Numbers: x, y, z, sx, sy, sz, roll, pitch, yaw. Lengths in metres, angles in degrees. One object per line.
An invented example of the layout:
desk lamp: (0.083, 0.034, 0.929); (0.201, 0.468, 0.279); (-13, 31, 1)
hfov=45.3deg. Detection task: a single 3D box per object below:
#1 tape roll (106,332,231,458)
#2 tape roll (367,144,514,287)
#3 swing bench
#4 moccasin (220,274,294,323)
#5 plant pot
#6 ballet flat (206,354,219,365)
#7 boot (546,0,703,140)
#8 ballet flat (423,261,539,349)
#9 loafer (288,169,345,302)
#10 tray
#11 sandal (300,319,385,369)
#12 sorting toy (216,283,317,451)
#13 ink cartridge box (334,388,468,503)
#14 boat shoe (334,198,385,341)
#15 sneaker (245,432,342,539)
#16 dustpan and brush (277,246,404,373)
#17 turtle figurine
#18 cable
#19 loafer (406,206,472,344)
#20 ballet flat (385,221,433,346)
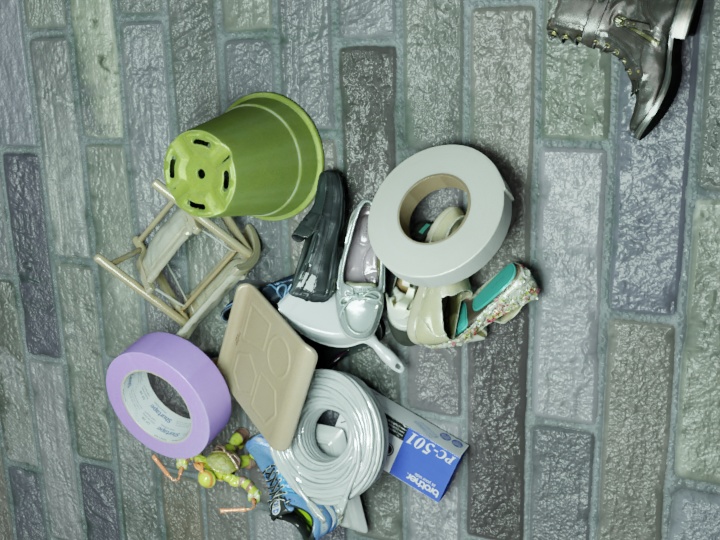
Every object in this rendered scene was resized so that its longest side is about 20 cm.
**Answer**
tape roll: (-0.307, 0.201, 1.379); (0.199, 0.066, 0.201); (13, 122, 22)
tape roll: (0.106, -0.076, 1.168); (0.202, 0.037, 0.204); (-13, 60, 24)
swing bench: (-0.281, -0.023, 1.384); (0.200, 0.130, 0.199); (47, 118, 1)
moccasin: (-0.131, 0.057, 1.362); (0.199, 0.068, 0.081); (-22, 92, 25)
plant pot: (-0.183, -0.154, 1.263); (0.199, 0.190, 0.201); (7, 106, 23)
ballet flat: (-0.216, 0.170, 1.436); (0.199, 0.073, 0.073); (-6, 101, 27)
boot: (0.313, -0.278, 1.070); (0.174, 0.069, 0.201); (22, 108, 25)
ballet flat: (0.173, 0.064, 1.224); (0.064, 0.076, 0.200); (34, 128, -24)
loafer: (-0.065, -0.054, 1.263); (0.070, 0.068, 0.202); (10, 77, -16)
tray: (-0.054, 0.339, 1.401); (0.107, 0.022, 0.201); (3, 115, 36)
sandal: (-0.053, 0.121, 1.352); (0.200, 0.048, 0.076); (-33, 88, 26)
sorting toy: (-0.142, 0.143, 1.307); (0.200, 0.036, 0.186); (39, 122, 40)
ink cartridge box: (0.059, 0.265, 1.343); (0.199, 0.044, 0.094); (29, 116, 16)
boat shoe: (0.002, -0.001, 1.247); (0.074, 0.065, 0.203); (7, 82, 4)
sneaker: (-0.116, 0.346, 1.378); (0.200, 0.089, 0.079); (49, 132, 5)
dustpan and brush: (-0.008, 0.079, 1.294); (0.200, 0.057, 0.140); (42, 79, 13)
turtle figurine: (-0.229, 0.315, 1.428); (0.199, 0.161, 0.065); (19, 111, 20)
cable: (-0.047, 0.250, 1.309); (0.200, 0.069, 0.200); (41, 106, 25)
loafer: (0.124, 0.012, 1.205); (0.068, 0.076, 0.201); (15, 94, 33)
ballet flat: (0.069, 0.025, 1.259); (0.068, 0.068, 0.201); (16, 110, 20)
